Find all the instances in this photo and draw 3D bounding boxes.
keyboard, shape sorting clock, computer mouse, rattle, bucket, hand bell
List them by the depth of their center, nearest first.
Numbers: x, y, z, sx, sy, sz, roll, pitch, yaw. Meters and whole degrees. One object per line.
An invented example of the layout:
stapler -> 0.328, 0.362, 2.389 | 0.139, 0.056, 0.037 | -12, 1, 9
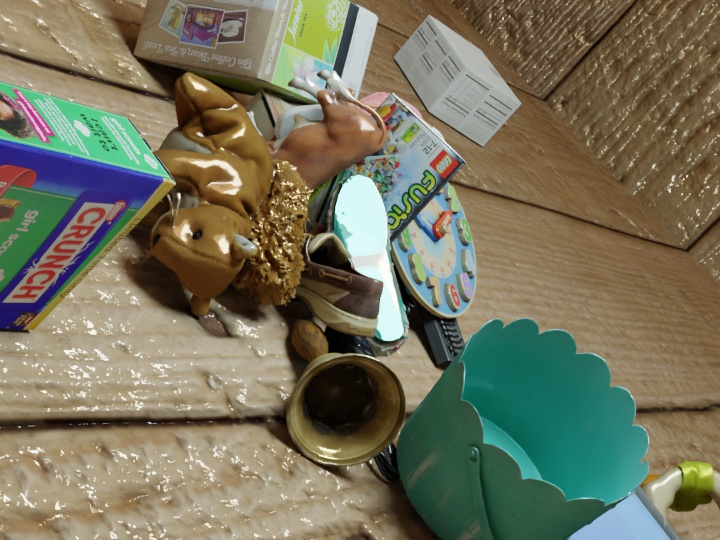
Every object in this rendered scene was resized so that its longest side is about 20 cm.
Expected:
bucket -> 0.141, 0.158, 1.232 | 0.207, 0.135, 0.207 | 22, 40, -20
hand bell -> -0.035, 0.088, 1.249 | 0.104, 0.104, 0.200 | 35, 7, -22
computer mouse -> 0.000, 0.121, 1.301 | 0.059, 0.034, 0.200 | 43, 20, -40
shape sorting clock -> 0.083, -0.042, 1.594 | 0.200, 0.039, 0.200 | 37, 41, -41
keyboard -> 0.075, 0.027, 1.596 | 0.127, 0.021, 0.200 | 27, 35, -47
rattle -> 0.389, 0.332, 1.616 | 0.130, 0.143, 0.200 | -24, 81, -36

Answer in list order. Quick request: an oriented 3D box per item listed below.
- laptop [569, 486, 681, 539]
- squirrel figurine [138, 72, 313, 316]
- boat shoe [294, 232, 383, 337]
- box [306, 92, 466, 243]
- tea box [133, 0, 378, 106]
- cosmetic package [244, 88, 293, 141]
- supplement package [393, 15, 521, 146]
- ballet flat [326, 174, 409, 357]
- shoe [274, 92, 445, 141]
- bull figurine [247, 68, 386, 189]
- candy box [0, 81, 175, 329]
laptop -> 0.224, 0.283, 1.274 | 0.200, 0.103, 0.177 | 17, 31, -52
squirrel figurine -> -0.119, -0.045, 1.260 | 0.200, 0.142, 0.187 | 27, 30, -32
boat shoe -> -0.036, -0.003, 1.356 | 0.072, 0.072, 0.200 | 10, 16, -32
box -> 0.007, -0.081, 1.478 | 0.110, 0.200, 0.035 | 42, 6, 1
tea box -> -0.123, -0.281, 1.642 | 0.200, 0.134, 0.197 | 16, 2, 33
cosmetic package -> -0.056, -0.113, 1.600 | 0.200, 0.087, 0.103 | 29, 23, -35
supplement package -> 0.180, -0.355, 2.575 | 0.156, 0.111, 0.200 | 27, 25, -37
ballet flat -> 0.000, 0.000, 1.426 | 0.076, 0.064, 0.200 | -2, 67, -18
shoe -> -0.008, -0.158, 1.539 | 0.200, 0.072, 0.091 | 5, 27, -22
bull figurine -> -0.073, -0.122, 1.432 | 0.122, 0.200, 0.065 | 59, -1, 4
candy box -> -0.252, -0.041, 0.917 | 0.077, 0.169, 0.200 | 54, 22, 22
